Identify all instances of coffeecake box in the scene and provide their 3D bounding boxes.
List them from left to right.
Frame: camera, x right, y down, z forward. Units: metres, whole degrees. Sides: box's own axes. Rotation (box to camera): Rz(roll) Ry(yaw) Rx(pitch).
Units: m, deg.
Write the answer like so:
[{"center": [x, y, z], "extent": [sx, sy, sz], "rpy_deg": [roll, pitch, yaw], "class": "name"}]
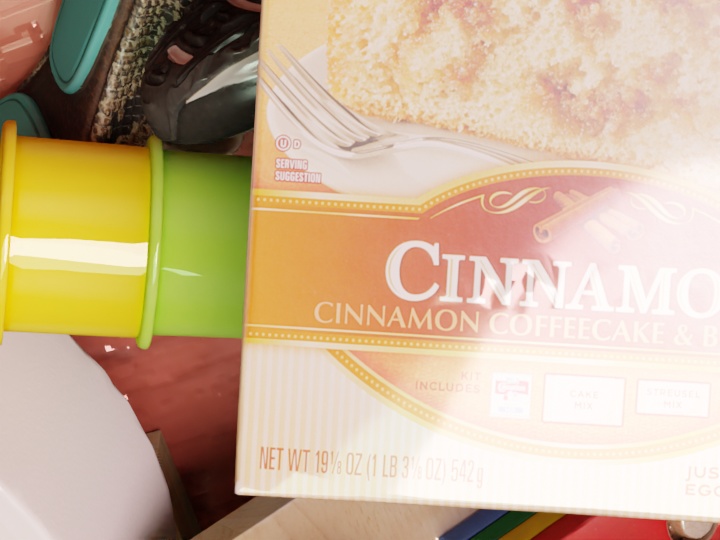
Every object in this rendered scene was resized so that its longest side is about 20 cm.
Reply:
[{"center": [0.053, -0.047, 0.656], "extent": [0.152, 0.073, 0.202], "rpy_deg": [3, 93, 1], "class": "coffeecake box"}]

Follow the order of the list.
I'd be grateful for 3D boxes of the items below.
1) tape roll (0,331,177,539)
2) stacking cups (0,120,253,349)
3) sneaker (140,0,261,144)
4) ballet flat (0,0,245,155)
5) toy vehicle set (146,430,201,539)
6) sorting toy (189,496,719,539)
[{"center": [-0.157, 0.086, 0.810], "extent": [0.201, 0.071, 0.204], "rpy_deg": [6, 127, 9], "class": "tape roll"}, {"center": [0.000, 0.000, 0.758], "extent": [0.198, 0.061, 0.061], "rpy_deg": [6, 116, -9], "class": "stacking cups"}, {"center": [0.038, -0.060, 0.750], "extent": [0.199, 0.074, 0.080], "rpy_deg": [-15, 109, -18], "class": "sneaker"}, {"center": [-0.071, -0.042, 0.803], "extent": [0.075, 0.068, 0.201], "rpy_deg": [21, 116, -31], "class": "ballet flat"}, {"center": [-0.090, 0.158, 0.916], "extent": [0.123, 0.027, 0.201], "rpy_deg": [-16, 115, 8], "class": "toy vehicle set"}, {"center": [0.042, 0.142, 0.775], "extent": [0.198, 0.069, 0.201], "rpy_deg": [-32, 108, -21], "class": "sorting toy"}]
